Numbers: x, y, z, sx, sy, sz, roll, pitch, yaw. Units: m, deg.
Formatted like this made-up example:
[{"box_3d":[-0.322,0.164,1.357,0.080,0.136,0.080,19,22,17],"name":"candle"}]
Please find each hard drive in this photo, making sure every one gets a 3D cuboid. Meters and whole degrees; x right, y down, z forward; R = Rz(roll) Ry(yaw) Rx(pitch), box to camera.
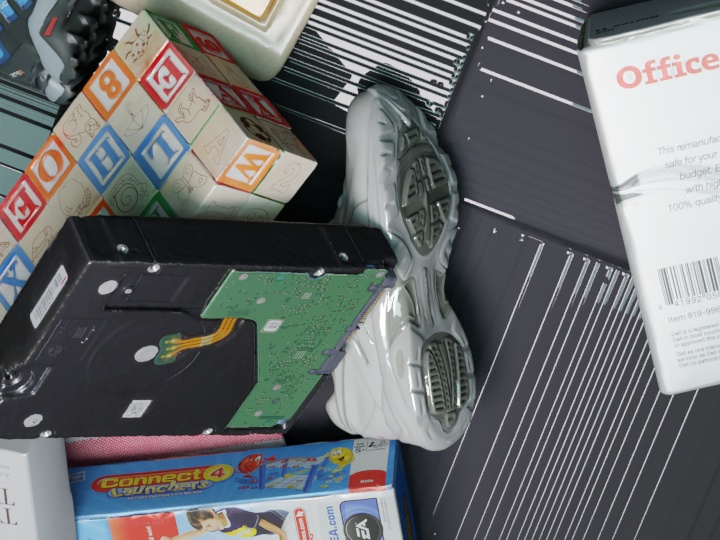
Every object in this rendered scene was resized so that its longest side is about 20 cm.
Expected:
[{"box_3d":[-0.092,0.030,1.500,0.199,0.038,0.140,2,138,-37],"name":"hard drive"}]

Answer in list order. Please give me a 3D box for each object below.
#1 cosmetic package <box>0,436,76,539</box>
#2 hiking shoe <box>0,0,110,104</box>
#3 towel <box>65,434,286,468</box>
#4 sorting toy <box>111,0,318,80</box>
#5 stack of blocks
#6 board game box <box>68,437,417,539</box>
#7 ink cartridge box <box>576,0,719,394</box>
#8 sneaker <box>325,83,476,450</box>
[{"box_3d":[-0.254,0.131,1.585,0.199,0.052,0.151,9,126,18],"name":"cosmetic package"},{"box_3d":[-0.179,-0.171,1.520,0.086,0.075,0.201,17,135,7],"name":"hiking shoe"},{"box_3d":[-0.119,0.067,1.646,0.146,0.030,0.201,-9,104,9],"name":"towel"},{"box_3d":[-0.084,-0.224,1.547,0.185,0.036,0.200,29,107,-4],"name":"sorting toy"},{"box_3d":[-0.127,-0.023,1.547,0.200,0.058,0.115,-51,54,17],"name":"stack of blocks"},{"box_3d":[-0.060,0.198,1.641,0.195,0.056,0.201,-6,119,7],"name":"board game box"},{"box_3d":[0.208,-0.052,1.548,0.146,0.083,0.201,-12,106,9],"name":"ink cartridge box"},{"box_3d":[0.000,0.000,1.585,0.099,0.078,0.201,-4,90,34],"name":"sneaker"}]
